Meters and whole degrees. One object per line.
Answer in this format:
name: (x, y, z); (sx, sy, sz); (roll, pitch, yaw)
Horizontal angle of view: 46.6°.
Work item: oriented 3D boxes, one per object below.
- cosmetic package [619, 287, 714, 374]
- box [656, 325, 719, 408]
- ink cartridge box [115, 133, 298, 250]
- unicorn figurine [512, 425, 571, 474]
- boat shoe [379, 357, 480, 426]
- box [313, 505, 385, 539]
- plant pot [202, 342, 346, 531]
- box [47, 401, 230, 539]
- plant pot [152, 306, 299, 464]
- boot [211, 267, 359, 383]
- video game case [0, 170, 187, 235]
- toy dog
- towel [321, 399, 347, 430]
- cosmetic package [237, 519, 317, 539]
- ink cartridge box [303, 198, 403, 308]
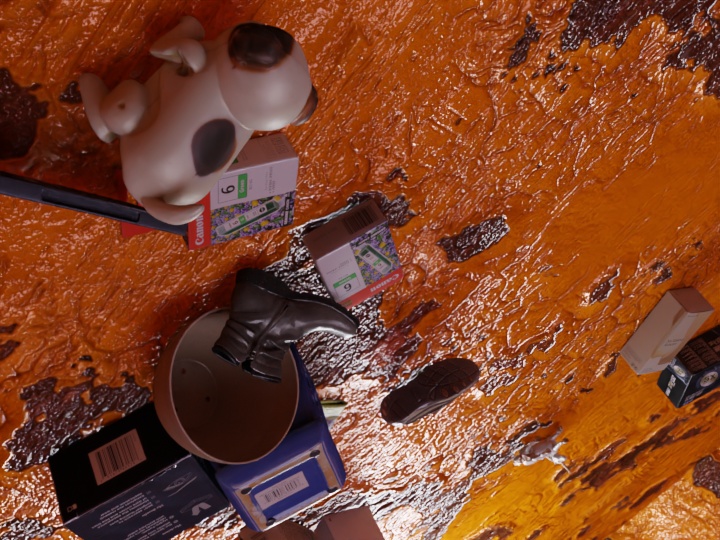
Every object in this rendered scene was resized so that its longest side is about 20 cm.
cosmetic package: (0.677, 0.135, 1.853); (0.104, 0.071, 0.201); (-5, 136, -33)
box: (0.868, 0.237, 2.109); (0.198, 0.087, 0.165); (-23, 143, -14)
ink cartridge box: (-0.172, -0.083, 0.954); (0.198, 0.051, 0.110); (-16, 142, -23)
unicorn figurine: (0.456, 0.443, 2.058); (0.197, 0.075, 0.138); (2, 144, -19)
boat shoe: (0.130, 0.224, 1.545); (0.198, 0.075, 0.073); (-25, 155, 4)
box: (-0.049, 0.626, 1.845); (0.123, 0.098, 0.201); (-3, 135, -35)
plant pot: (-0.137, 0.260, 1.259); (0.198, 0.181, 0.201); (-25, 139, -8)
box: (-0.326, 0.318, 1.249); (0.195, 0.118, 0.201); (-27, 143, -9)
plant pot: (-0.200, 0.159, 1.128); (0.198, 0.203, 0.134); (5, 166, -41)
boot: (-0.100, 0.091, 1.113); (0.198, 0.132, 0.067); (24, 158, -28)
video game case: (-0.285, -0.071, 0.805); (0.198, 0.142, 0.019); (12, 93, -42)
toy dog: (-0.141, -0.157, 0.780); (0.199, 0.195, 0.140); (-31, 133, 9)
towel: (-0.114, 0.301, 1.477); (0.142, 0.023, 0.201); (-2, 134, -36)
cosmetic package: (-0.154, 0.574, 1.699); (0.087, 0.104, 0.200); (-34, 143, 5)
ink cartridge box: (0.000, 0.000, 1.172); (0.108, 0.051, 0.201); (-29, 144, -6)
